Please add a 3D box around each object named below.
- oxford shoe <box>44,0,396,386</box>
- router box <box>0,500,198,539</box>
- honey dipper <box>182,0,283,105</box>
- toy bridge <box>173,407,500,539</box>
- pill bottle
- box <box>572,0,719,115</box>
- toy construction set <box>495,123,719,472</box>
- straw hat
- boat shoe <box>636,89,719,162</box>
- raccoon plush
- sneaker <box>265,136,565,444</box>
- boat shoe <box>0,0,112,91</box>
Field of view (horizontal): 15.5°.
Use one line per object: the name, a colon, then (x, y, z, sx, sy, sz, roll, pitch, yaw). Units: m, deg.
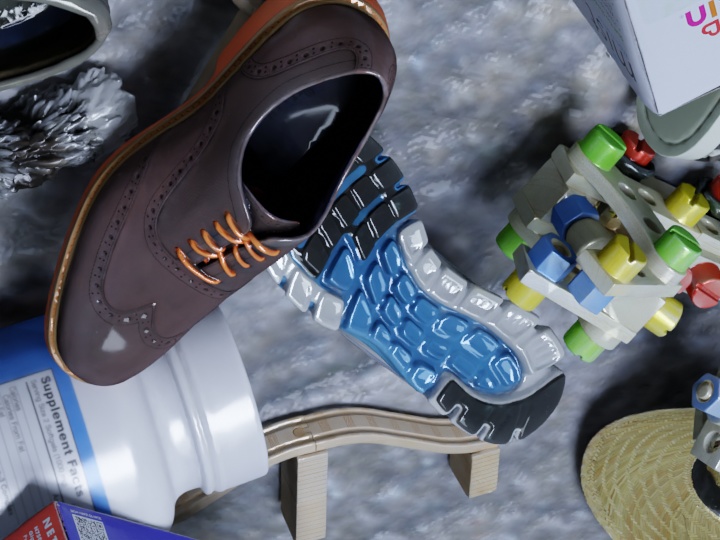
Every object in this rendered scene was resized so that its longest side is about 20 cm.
oxford shoe: (-0.059, -0.024, 1.035, 0.071, 0.073, 0.200, 28, 112, -25)
router box: (-0.123, 0.184, 1.151, 0.179, 0.049, 0.200, -37, 147, 21)
honey dipper: (-0.066, -0.070, 1.085, 0.038, 0.038, 0.200, 11, 129, -34)
toy bridge: (-0.028, 0.100, 1.274, 0.199, 0.027, 0.067, -12, 135, -16)
pill bottle: (-0.146, 0.080, 1.133, 0.199, 0.112, 0.113, -18, 137, -11)
box: (0.084, -0.187, 0.921, 0.096, 0.200, 0.177, -26, 137, -1)
toy construction set: (0.139, 0.007, 1.188, 0.092, 0.131, 0.200, -38, 133, 14)
straw hat: (0.219, 0.098, 1.342, 0.200, 0.085, 0.201, 19, 147, 13)
boat shoe: (0.200, -0.124, 1.143, 0.060, 0.072, 0.201, 10, 133, -39)
raccoon plush: (-0.171, -0.009, 1.013, 0.199, 0.134, 0.097, -26, 137, -1)
sneaker: (0.000, 0.000, 1.158, 0.075, 0.087, 0.200, -48, 119, -9)
boat shoe: (-0.192, -0.089, 0.980, 0.201, 0.060, 0.072, -13, 136, -15)
